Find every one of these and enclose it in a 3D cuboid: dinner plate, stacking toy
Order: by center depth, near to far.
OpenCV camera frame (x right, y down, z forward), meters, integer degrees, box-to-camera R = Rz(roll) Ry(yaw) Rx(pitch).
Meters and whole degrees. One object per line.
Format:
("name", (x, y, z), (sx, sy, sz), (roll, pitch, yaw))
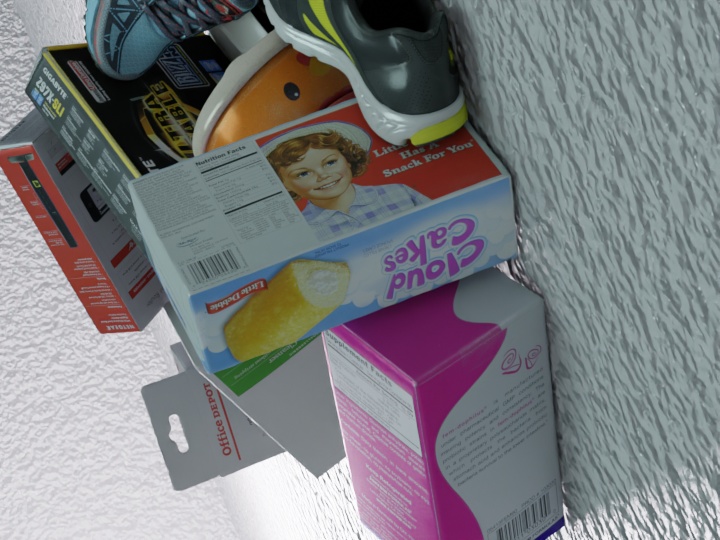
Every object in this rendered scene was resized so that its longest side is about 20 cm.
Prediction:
("stacking toy", (0.001, -0.062, 1.161), (0.200, 0.146, 0.146), (46, 162, 13))
("dinner plate", (-0.071, -0.146, 1.353), (0.200, 0.024, 0.200), (51, 175, 6))

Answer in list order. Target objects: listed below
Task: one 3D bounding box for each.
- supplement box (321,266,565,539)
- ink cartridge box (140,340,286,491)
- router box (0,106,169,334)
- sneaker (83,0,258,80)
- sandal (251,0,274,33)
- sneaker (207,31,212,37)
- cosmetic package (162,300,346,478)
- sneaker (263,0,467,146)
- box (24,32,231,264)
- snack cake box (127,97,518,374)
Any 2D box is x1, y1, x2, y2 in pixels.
("supplement box", (0.054, 0.093, 1.105), (0.103, 0.101, 0.200), (37, 148, 40))
("ink cartridge box", (-0.095, 0.106, 1.589), (0.068, 0.200, 0.115), (-136, 28, -64))
("router box", (-0.178, -0.079, 1.412), (0.049, 0.200, 0.180), (-4, 124, 37))
("sneaker", (-0.117, -0.205, 1.237), (0.079, 0.200, 0.096), (21, -155, -48))
("sandal", (-0.078, -0.226, 1.335), (0.200, 0.055, 0.082), (46, 171, 28))
("sneaker", (-0.096, -0.125, 1.527), (0.200, 0.076, 0.092), (66, 163, 13))
("cosmetic package", (-0.057, 0.070, 1.434), (0.200, 0.108, 0.085), (47, -174, -46))
("sneaker", (0.004, -0.160, 1.056), (0.200, 0.074, 0.085), (48, 151, 38))
("box", (-0.128, -0.089, 1.305), (0.200, 0.160, 0.049), (52, 129, 23))
("snack cake box", (-0.022, -0.031, 1.041), (0.115, 0.200, 0.067), (-123, 17, -46))
